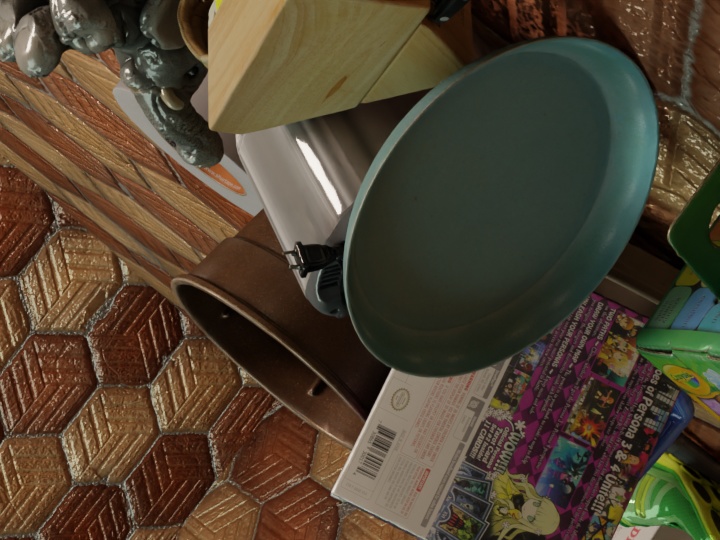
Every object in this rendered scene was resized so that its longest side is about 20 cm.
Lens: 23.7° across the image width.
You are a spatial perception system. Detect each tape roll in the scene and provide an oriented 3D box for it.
[{"bbox_3d":[-0.126,-0.125,1.549,0.200,0.066,0.200,37,171,7],"label":"tape roll"}]

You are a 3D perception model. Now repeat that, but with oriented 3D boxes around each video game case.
[{"bbox_3d":[0.103,0.099,1.139,0.181,0.201,0.036,25,174,6],"label":"video game case"}]

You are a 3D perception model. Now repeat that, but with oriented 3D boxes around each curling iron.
[{"bbox_3d":[0.271,0.144,1.528,0.200,0.026,0.050,33,-168,-6],"label":"curling iron"}]

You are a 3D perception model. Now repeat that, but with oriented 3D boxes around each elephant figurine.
[{"bbox_3d":[-0.158,-0.184,1.234,0.200,0.155,0.142,12,-133,-42],"label":"elephant figurine"}]

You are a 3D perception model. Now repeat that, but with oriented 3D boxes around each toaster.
[{"bbox_3d":[0.017,-0.060,0.957,0.129,0.199,0.114,59,146,26],"label":"toaster"}]

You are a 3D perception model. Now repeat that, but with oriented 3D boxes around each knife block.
[{"bbox_3d":[-0.022,-0.143,0.812,0.199,0.064,0.176,-11,157,24],"label":"knife block"}]

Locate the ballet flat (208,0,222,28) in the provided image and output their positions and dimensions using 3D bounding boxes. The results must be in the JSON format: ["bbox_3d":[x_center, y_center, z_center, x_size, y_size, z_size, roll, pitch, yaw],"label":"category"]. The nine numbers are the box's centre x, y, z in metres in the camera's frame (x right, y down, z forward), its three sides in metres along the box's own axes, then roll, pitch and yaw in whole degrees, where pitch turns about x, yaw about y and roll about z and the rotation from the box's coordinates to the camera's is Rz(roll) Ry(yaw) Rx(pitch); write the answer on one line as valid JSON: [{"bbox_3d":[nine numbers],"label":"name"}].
[{"bbox_3d":[-0.052,-0.134,1.010,0.067,0.067,0.200,18,151,34],"label":"ballet flat"}]

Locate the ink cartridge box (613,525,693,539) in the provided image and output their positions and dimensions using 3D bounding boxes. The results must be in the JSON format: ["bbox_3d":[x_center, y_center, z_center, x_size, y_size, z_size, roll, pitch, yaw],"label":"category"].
[{"bbox_3d":[0.246,0.246,1.728,0.086,0.148,0.200,42,168,-37],"label":"ink cartridge box"}]

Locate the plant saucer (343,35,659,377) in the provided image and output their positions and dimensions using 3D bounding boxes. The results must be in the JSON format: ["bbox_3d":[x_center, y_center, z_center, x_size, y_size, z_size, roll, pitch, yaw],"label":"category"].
[{"bbox_3d":[0.070,-0.034,0.886,0.027,0.200,0.200,43,177,42],"label":"plant saucer"}]

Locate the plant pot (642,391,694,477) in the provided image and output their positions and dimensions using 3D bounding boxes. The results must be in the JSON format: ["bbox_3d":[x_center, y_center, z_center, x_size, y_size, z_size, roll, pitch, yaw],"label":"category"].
[{"bbox_3d":[0.121,0.100,1.361,0.180,0.200,0.200,39,174,34],"label":"plant pot"}]

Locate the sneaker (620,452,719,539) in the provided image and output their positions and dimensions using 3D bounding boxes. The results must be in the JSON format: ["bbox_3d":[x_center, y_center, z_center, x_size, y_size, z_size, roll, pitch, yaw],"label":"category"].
[{"bbox_3d":[0.275,0.208,1.562,0.074,0.084,0.200,27,-171,-33],"label":"sneaker"}]

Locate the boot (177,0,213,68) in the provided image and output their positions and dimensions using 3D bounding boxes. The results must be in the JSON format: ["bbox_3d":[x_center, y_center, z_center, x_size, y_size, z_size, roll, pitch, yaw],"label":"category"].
[{"bbox_3d":[-0.022,-0.122,1.120,0.155,0.073,0.200,32,-178,-43],"label":"boot"}]

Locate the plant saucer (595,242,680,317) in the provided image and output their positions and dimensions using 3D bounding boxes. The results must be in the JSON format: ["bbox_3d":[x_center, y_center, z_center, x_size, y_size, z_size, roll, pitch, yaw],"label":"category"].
[{"bbox_3d":[0.145,-0.008,1.123,0.200,0.030,0.200,25,178,1],"label":"plant saucer"}]

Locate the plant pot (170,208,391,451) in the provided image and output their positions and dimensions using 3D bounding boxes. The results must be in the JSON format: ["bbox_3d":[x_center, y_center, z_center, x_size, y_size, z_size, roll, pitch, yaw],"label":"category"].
[{"bbox_3d":[0.000,0.000,1.254,0.200,0.198,0.200,37,165,12],"label":"plant pot"}]

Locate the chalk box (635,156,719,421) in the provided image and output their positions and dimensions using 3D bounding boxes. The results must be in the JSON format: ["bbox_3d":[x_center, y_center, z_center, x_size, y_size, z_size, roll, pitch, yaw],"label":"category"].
[{"bbox_3d":[0.225,0.023,0.816,0.200,0.125,0.124,40,170,-13],"label":"chalk box"}]
